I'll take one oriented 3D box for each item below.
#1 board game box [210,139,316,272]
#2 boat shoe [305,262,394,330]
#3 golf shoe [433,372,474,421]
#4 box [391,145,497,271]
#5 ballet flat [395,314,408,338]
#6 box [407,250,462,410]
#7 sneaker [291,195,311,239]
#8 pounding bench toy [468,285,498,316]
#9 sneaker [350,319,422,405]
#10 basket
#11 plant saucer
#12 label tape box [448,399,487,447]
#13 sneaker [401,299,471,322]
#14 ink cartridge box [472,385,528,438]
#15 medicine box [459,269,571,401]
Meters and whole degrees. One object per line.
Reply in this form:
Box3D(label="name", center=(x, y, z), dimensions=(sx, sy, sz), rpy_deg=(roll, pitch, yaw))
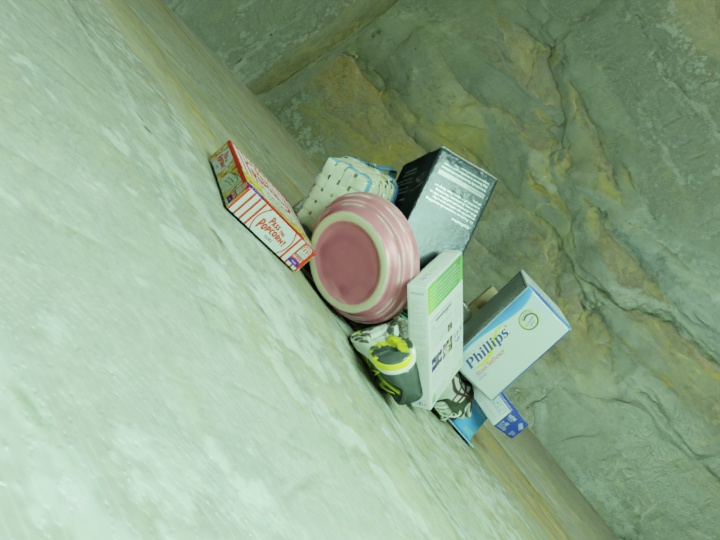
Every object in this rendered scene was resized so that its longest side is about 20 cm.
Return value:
Box3D(label="board game box", center=(-0.154, -0.102, 1.028), dimensions=(0.152, 0.046, 0.200), rpy_deg=(46, 7, -35))
Box3D(label="boat shoe", center=(-0.014, 0.037, 1.119), dimensions=(0.200, 0.072, 0.076), rpy_deg=(51, -6, 14))
Box3D(label="golf shoe", center=(0.147, 0.213, 1.137), dimensions=(0.200, 0.077, 0.089), rpy_deg=(12, 65, -57))
Box3D(label="box", center=(0.111, -0.085, 1.150), dimensions=(0.117, 0.201, 0.197), rpy_deg=(27, -6, -13))
Box3D(label="ballet flat", center=(0.089, 0.125, 1.250), dimensions=(0.200, 0.072, 0.072), rpy_deg=(26, 21, -47))
Box3D(label="box", center=(0.115, 0.086, 1.005), dimensions=(0.144, 0.036, 0.201), rpy_deg=(-37, 130, -55))
Box3D(label="sneaker", center=(-0.093, -0.086, 1.258), dimensions=(0.082, 0.074, 0.200), rpy_deg=(48, 7, 2))
Box3D(label="pounding bench toy", center=(0.308, 0.159, 1.390), dimensions=(0.200, 0.124, 0.156), rpy_deg=(49, 1, -13))
Box3D(label="sneaker", center=(0.036, 0.130, 0.946), dimensions=(0.200, 0.074, 0.085), rpy_deg=(-128, -159, -78))
Box3D(label="basket", center=(-0.014, -0.109, 1.167), dimensions=(0.139, 0.177, 0.200), rpy_deg=(32, 14, 14))
Box3D(label="plant saucer", center=(-0.006, -0.015, 1.000), dimensions=(0.051, 0.201, 0.201), rpy_deg=(-16, 61, -51))
Box3D(label="label tape box", center=(0.179, 0.236, 1.296), dimensions=(0.143, 0.066, 0.200), rpy_deg=(49, 4, -6))
Box3D(label="sneaker", center=(0.129, 0.073, 1.263), dimensions=(0.199, 0.078, 0.085), rpy_deg=(10, -1, -27))
Box3D(label="ink cartridge box", center=(0.232, 0.219, 1.276), dimensions=(0.094, 0.044, 0.200), rpy_deg=(40, 12, -47))
Box3D(label="medicine box", center=(0.257, 0.108, 1.175), dimensions=(0.103, 0.182, 0.200), rpy_deg=(45, 13, 1))
